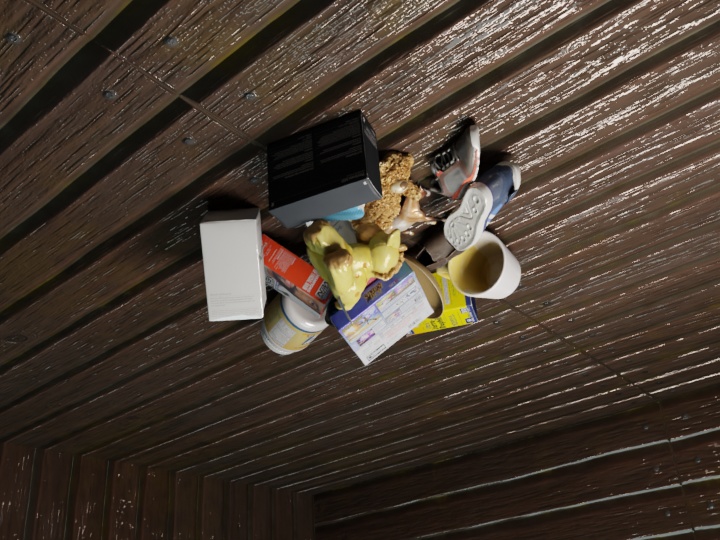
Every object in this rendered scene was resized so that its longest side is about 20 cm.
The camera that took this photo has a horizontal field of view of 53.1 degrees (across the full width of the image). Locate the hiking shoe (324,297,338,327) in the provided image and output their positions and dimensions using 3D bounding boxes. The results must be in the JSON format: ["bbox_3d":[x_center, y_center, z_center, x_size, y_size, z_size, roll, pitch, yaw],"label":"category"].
[{"bbox_3d":[-0.042,0.080,1.649,0.072,0.089,0.200,15,-172,-13],"label":"hiking shoe"}]

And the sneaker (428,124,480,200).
[{"bbox_3d":[0.174,-0.199,1.370,0.079,0.079,0.201,5,150,-5],"label":"sneaker"}]

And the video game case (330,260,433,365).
[{"bbox_3d":[0.050,0.094,1.548,0.198,0.046,0.182,-37,145,-3],"label":"video game case"}]

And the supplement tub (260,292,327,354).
[{"bbox_3d":[-0.161,0.115,1.808,0.141,0.148,0.200,10,149,-26],"label":"supplement tub"}]

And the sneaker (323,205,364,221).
[{"bbox_3d":[-0.072,-0.144,1.377,0.195,0.083,0.076,3,160,29],"label":"sneaker"}]

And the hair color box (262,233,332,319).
[{"bbox_3d":[-0.152,0.015,1.598,0.197,0.065,0.111,32,158,2],"label":"hair color box"}]

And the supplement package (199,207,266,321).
[{"bbox_3d":[-0.257,-0.015,1.476,0.114,0.206,0.117,-3,-163,-3],"label":"supplement package"}]

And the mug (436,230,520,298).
[{"bbox_3d":[0.291,-0.010,1.698,0.152,0.185,0.152,19,103,-52],"label":"mug"}]

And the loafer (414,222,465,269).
[{"bbox_3d":[0.182,-0.051,1.616,0.070,0.074,0.201,-20,160,-28],"label":"loafer"}]

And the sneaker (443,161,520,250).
[{"bbox_3d":[0.255,-0.134,1.442,0.145,0.081,0.201,-35,162,-29],"label":"sneaker"}]

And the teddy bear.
[{"bbox_3d":[0.049,-0.141,1.428,0.142,0.068,0.200,15,136,-33],"label":"teddy bear"}]

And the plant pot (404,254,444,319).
[{"bbox_3d":[0.125,0.031,1.714,0.198,0.027,0.202,36,154,20],"label":"plant pot"}]

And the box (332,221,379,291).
[{"bbox_3d":[0.000,0.000,1.554,0.109,0.129,0.199,-41,143,8],"label":"box"}]

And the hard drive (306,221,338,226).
[{"bbox_3d":[-0.062,-0.144,1.477,0.128,0.027,0.201,-9,151,5],"label":"hard drive"}]

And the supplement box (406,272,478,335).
[{"bbox_3d":[0.191,0.080,1.840,0.195,0.112,0.109,-12,151,14],"label":"supplement box"}]

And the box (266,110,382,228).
[{"bbox_3d":[-0.067,-0.178,1.294,0.195,0.145,0.079,-15,150,19],"label":"box"}]

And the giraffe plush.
[{"bbox_3d":[0.002,-0.026,1.367,0.160,0.204,0.172,-29,-179,-12],"label":"giraffe plush"}]

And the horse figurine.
[{"bbox_3d":[0.096,-0.103,1.553,0.198,0.051,0.131,-28,144,36],"label":"horse figurine"}]
